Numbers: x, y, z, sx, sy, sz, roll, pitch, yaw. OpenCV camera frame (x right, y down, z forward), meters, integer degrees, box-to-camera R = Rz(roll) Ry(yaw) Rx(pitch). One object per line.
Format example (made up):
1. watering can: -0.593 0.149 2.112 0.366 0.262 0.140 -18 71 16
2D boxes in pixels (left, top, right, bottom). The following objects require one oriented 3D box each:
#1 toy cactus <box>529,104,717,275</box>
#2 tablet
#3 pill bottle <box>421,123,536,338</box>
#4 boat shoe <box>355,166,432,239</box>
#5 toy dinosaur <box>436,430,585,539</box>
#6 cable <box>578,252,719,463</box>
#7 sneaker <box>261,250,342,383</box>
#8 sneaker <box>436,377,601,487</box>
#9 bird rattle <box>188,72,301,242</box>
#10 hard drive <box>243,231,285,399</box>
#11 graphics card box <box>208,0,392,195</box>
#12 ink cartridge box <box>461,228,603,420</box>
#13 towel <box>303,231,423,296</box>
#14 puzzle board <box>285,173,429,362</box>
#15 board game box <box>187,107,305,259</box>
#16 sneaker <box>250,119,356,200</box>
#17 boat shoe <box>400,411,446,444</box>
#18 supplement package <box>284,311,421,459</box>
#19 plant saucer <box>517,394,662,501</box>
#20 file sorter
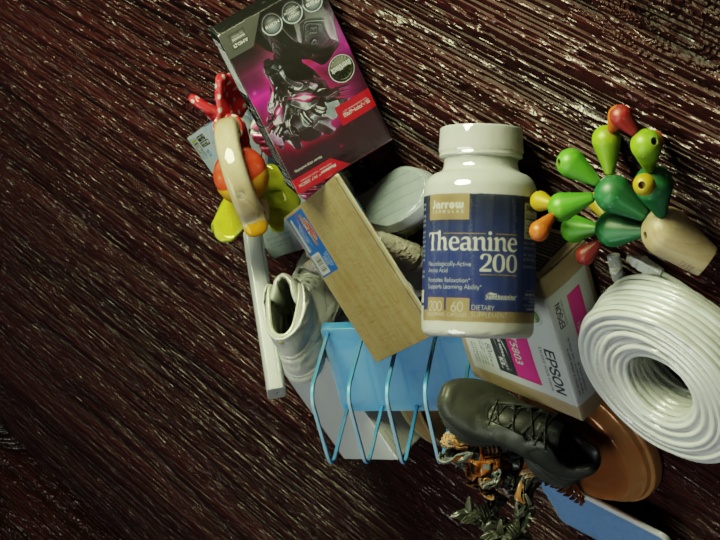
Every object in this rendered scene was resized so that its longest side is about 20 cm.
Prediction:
1. toy cactus: 0.242 -0.053 1.192 0.164 0.102 0.201 36 144 5
2. tablet: 0.304 0.309 1.614 0.199 0.014 0.131 23 155 42
3. pill bottle: 0.115 -0.036 1.284 0.111 0.110 0.203 -1 87 57
4. boat shoe: 0.043 -0.067 1.509 0.061 0.073 0.199 18 163 -24
5. toy dinosaur: 0.174 0.243 1.524 0.198 0.137 0.102 20 -178 -4
6. cable: 0.305 0.097 1.296 0.199 0.069 0.201 31 148 33
7. sneaker: -0.069 0.024 1.648 0.073 0.202 0.116 -3 143 15
8. sneaker: 0.178 0.170 1.457 0.198 0.077 0.091 25 161 -12
9. bird rattle: -0.132 -0.125 1.526 0.163 0.111 0.202 -106 6 -64
10. hard drive: -0.123 0.059 1.716 0.132 0.026 0.203 109 152 -79
11. graphics card box: -0.061 -0.196 1.413 0.201 0.125 0.051 64 171 -25
12. ink cartridge box: 0.176 0.044 1.422 0.164 0.075 0.201 21 141 46
13. towel: 0.027 -0.003 1.560 0.131 0.035 0.199 19 165 -25
14. puzzle board: 0.000 0.000 1.484 0.201 0.017 0.151 58 152 0
15. board game box: -0.115 -0.119 1.692 0.200 0.043 0.199 56 153 -10
16. sneaker: -0.056 -0.148 1.540 0.073 0.088 0.200 -4 150 29
17. boat shoe: 0.084 0.143 1.696 0.064 0.071 0.201 12 134 51
18. supplement package: -0.007 0.143 1.791 0.201 0.111 0.155 56 153 -12
19. plant saucer: 0.256 0.193 1.535 0.200 0.037 0.201 37 151 25
20. file sorter: 0.050 0.151 1.594 0.198 0.123 0.140 -2 128 16
